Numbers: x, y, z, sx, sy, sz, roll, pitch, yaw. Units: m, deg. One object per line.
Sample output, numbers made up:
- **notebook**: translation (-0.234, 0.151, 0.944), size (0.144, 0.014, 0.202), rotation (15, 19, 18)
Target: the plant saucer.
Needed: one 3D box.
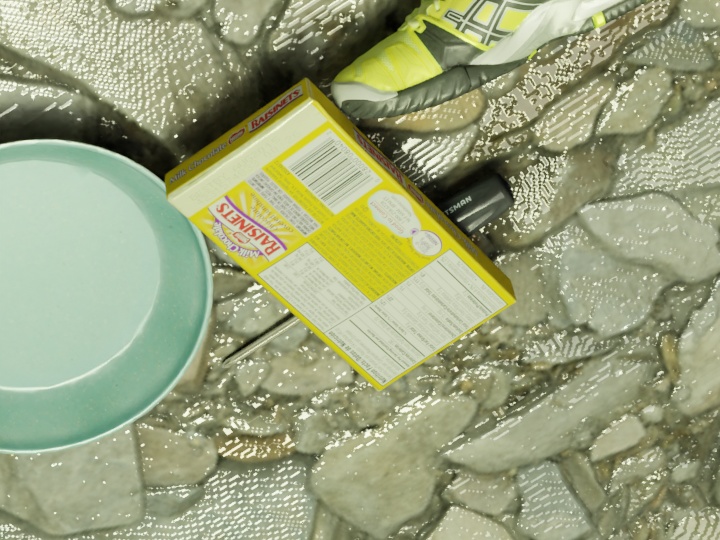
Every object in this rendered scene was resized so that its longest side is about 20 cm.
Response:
- **plant saucer**: translation (-0.182, 0.009, 1.451), size (0.198, 0.036, 0.201), rotation (-6, 121, -10)

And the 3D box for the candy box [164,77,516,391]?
- **candy box**: translation (-0.008, -0.016, 1.452), size (0.102, 0.027, 0.200), rotation (-31, 130, 19)

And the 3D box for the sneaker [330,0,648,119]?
- **sneaker**: translation (0.069, -0.147, 1.411), size (0.199, 0.075, 0.077), rotation (-28, 102, 1)

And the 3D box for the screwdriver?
- **screwdriver**: translation (0.000, 0.000, 1.503), size (0.199, 0.028, 0.029), rotation (-28, 93, 11)
